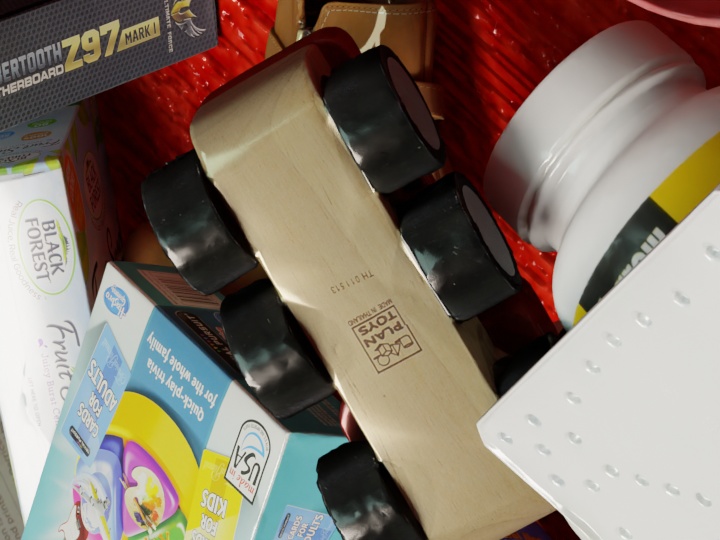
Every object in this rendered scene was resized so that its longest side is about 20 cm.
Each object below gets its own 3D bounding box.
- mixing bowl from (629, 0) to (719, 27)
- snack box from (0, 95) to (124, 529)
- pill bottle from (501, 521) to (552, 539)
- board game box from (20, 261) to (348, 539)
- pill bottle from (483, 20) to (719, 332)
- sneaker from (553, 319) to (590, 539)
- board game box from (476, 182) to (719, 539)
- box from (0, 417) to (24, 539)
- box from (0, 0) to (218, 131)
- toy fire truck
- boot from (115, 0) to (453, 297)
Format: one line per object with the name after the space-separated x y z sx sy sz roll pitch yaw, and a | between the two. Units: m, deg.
0.133 -0.186 0.898 0.199 0.108 0.202 22 123 38 | mixing bowl
-0.128 0.032 1.257 0.053 0.142 0.201 -9 107 2 | snack box
0.033 0.142 1.132 0.200 0.111 0.113 -126 37 -46 | pill bottle
-0.078 0.120 1.132 0.151 0.047 0.201 39 116 49 | board game box
0.137 0.011 0.955 0.200 0.112 0.113 45 135 22 | pill bottle
0.148 0.095 1.057 0.112 0.073 0.201 -20 102 45 | sneaker
0.147 0.072 0.844 0.200 0.026 0.200 41 151 1 | board game box
-0.254 0.103 1.374 0.171 0.199 0.200 -26 90 47 | box
-0.184 -0.108 1.228 0.199 0.157 0.051 14 118 42 | box
0.000 0.000 1.033 0.128 0.200 0.177 -29 102 13 | toy fire truck
-0.034 -0.047 1.170 0.199 0.076 0.157 18 114 52 | boot
